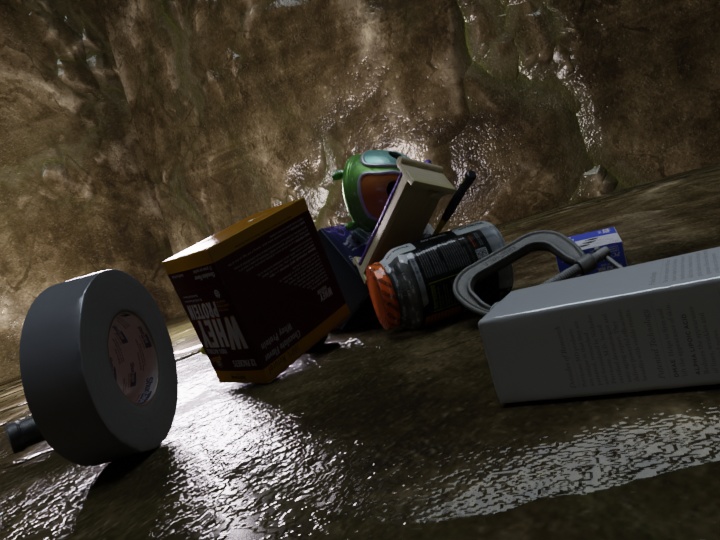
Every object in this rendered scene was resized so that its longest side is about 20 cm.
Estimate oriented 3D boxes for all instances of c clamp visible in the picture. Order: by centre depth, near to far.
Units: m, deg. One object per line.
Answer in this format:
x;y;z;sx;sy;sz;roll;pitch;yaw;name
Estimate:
0.221;0.008;0.713;0.197;0.027;0.172;-26;37;0;c clamp

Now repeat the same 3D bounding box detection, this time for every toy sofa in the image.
0.059;-0.078;0.885;0.081;0.202;0.098;6;37;-28;toy sofa

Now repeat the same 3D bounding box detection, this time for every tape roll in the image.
-0.277;0.104;0.621;0.065;0.205;0.200;-15;4;4;tape roll

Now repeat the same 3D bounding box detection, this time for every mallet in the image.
0.127;-0.070;0.875;0.201;0.041;0.067;116;179;-54;mallet

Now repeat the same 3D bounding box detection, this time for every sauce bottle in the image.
-0.400;0.201;0.816;0.197;0.066;0.064;-18;4;-35;sauce bottle

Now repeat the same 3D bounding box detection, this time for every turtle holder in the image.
0.047;-0.143;1.000;0.129;0.144;0.185;-12;-9;27;turtle holder

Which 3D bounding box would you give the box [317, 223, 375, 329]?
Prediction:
0.000;0.000;1.030;0.105;0.148;0.199;-51;-18;30;box

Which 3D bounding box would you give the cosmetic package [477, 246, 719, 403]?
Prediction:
0.200;0.041;0.420;0.197;0.076;0.101;-17;3;34;cosmetic package

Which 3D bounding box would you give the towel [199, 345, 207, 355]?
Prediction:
-0.196;0.056;0.949;0.085;0.203;0.018;31;-12;-39;towel

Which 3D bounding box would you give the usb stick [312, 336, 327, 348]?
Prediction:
-0.129;0.122;1.003;0.055;0.033;0.198;-11;-1;-38;usb stick

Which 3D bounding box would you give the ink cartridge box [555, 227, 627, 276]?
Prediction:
0.361;-0.027;0.885;0.092;0.045;0.199;-13;5;23;ink cartridge box

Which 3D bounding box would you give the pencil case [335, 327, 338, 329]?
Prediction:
-0.071;0.068;1.132;0.087;0.090;0.200;-17;6;-11;pencil case

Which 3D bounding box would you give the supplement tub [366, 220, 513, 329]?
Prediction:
0.115;0.011;0.833;0.196;0.125;0.122;-17;4;-11;supplement tub

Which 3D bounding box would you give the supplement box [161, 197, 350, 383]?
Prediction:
-0.151;0.030;0.852;0.131;0.203;0.197;-10;19;43;supplement box

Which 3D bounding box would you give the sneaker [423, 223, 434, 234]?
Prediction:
0.105;-0.020;0.996;0.099;0.199;0.079;-29;-31;-37;sneaker
